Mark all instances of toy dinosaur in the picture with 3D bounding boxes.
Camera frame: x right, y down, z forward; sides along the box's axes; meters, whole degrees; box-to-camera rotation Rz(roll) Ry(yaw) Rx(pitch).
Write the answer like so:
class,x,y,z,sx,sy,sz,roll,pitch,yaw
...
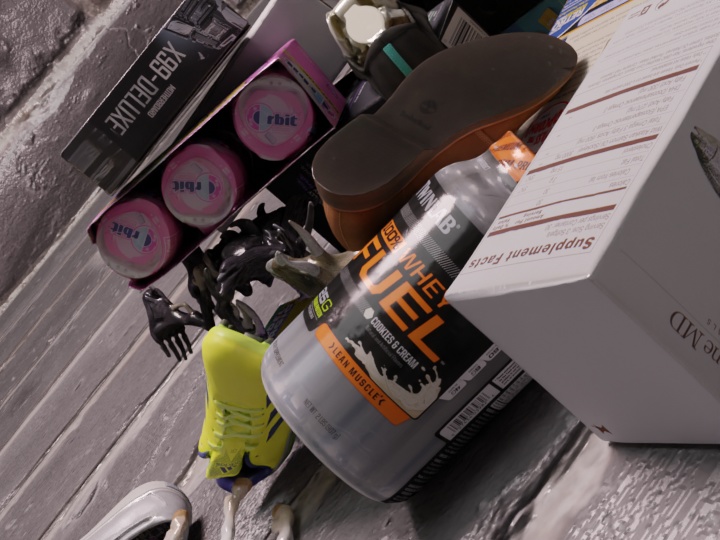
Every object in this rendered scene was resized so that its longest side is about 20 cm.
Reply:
class,x,y,z,sx,sy,sz,roll,pitch,yaw
toy dinosaur,0.038,0.004,0.847,0.199,0.077,0.102,-17,-27,-22

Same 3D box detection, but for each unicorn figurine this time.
class,x,y,z,sx,sy,sz,roll,pitch,yaw
unicorn figurine,-0.097,0.200,0.825,0.200,0.074,0.138,-56,10,38

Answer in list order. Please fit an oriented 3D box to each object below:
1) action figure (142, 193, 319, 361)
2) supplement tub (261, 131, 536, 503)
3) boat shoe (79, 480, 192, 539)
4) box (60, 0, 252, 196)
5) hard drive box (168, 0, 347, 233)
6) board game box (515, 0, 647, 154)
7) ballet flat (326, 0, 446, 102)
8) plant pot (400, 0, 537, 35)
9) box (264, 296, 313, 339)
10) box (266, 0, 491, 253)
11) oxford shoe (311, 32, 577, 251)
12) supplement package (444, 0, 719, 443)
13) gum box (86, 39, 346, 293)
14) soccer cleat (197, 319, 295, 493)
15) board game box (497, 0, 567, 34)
class,x,y,z,sx,sy,sz,roll,pitch,yaw
action figure,-0.079,0.010,0.958,0.200,0.102,0.119,-20,27,53
supplement tub,0.049,0.025,0.731,0.200,0.122,0.123,-46,18,9
boat shoe,-0.202,0.249,0.973,0.200,0.072,0.069,-40,17,-1
box,-0.155,-0.137,0.984,0.158,0.050,0.200,-51,10,0
hard drive box,-0.083,-0.148,1.072,0.200,0.077,0.156,-53,11,14
board game box,0.161,-0.127,0.830,0.151,0.046,0.200,-19,35,58
ballet flat,0.017,-0.164,0.890,0.068,0.068,0.200,-46,21,5
plant pot,0.078,-0.299,1.084,0.199,0.200,0.178,-36,33,33
box,-0.036,0.065,0.978,0.200,0.048,0.118,-27,27,53
box,0.035,-0.103,1.027,0.200,0.122,0.106,-28,27,47
oxford shoe,0.054,-0.082,0.791,0.200,0.071,0.071,-34,53,-20
supplement package,0.155,-0.032,0.605,0.200,0.117,0.117,-56,19,-21
gum box,-0.108,-0.077,0.949,0.200,0.066,0.114,-39,11,13
soccer cleat,-0.077,0.097,0.843,0.084,0.064,0.200,-60,-12,-21
board game box,0.148,-0.241,1.166,0.151,0.047,0.200,-34,23,38
